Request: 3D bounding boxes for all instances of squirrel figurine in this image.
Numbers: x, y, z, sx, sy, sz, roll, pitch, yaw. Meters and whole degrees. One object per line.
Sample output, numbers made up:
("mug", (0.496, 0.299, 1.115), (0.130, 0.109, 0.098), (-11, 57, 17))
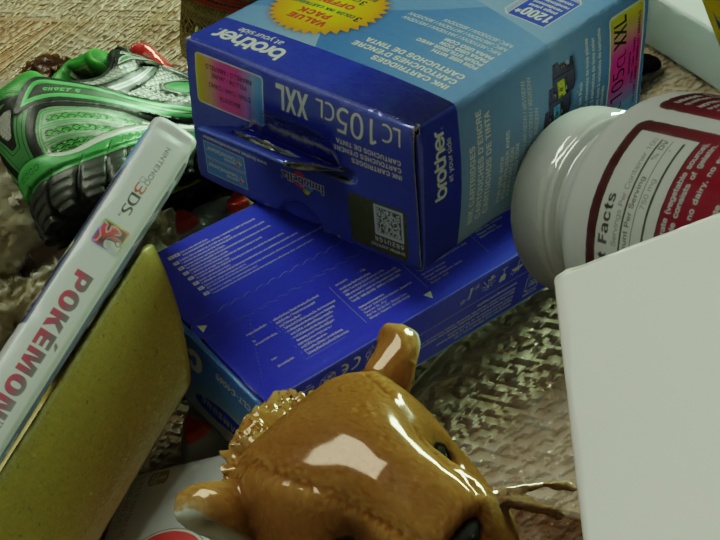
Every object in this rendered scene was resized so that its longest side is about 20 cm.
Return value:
("squirrel figurine", (0.003, 0.110, 0.588), (0.142, 0.187, 0.200), (-39, 31, -18))

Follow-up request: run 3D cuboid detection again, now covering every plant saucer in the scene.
("plant saucer", (-0.140, 0.109, 0.761), (0.200, 0.048, 0.200), (-60, 7, -30))

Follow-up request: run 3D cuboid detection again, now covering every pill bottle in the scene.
("pill bottle", (0.155, -0.010, 0.726), (0.113, 0.113, 0.200), (-40, 32, -20))

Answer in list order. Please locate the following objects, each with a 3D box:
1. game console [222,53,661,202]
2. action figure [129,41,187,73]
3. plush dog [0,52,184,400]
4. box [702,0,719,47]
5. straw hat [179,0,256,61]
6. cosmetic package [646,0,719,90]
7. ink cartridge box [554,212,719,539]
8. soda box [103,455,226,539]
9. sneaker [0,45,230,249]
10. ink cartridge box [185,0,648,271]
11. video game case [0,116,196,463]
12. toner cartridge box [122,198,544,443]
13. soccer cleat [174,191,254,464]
("game console", (0.037, -0.072, 1.019), (0.200, 0.116, 0.176), (17, 82, 52))
("action figure", (-0.083, -0.086, 1.035), (0.200, 0.052, 0.065), (23, 83, 50))
("plush dog", (-0.163, -0.015, 0.934), (0.200, 0.172, 0.160), (-40, 30, -18))
("box", (0.189, -0.111, 0.767), (0.070, 0.200, 0.064), (-10, 34, 30))
("straw hat", (-0.049, -0.141, 0.982), (0.201, 0.085, 0.201), (8, 28, -4))
("cosmetic package", (0.239, -0.146, 0.932), (0.151, 0.052, 0.200), (-32, 29, -3))
("ink cartridge box", (0.154, 0.089, 0.481), (0.145, 0.200, 0.147), (-20, 30, 13))
("soda box", (-0.074, 0.161, 0.690), (0.068, 0.064, 0.200), (-15, 34, 25))
("sneaker", (-0.095, -0.076, 0.880), (0.078, 0.085, 0.200), (-37, -10, 32))
("ink cartridge box", (0.017, -0.079, 0.814), (0.136, 0.076, 0.200), (24, 44, 34))
("video game case", (-0.141, 0.047, 0.756), (0.182, 0.023, 0.200), (-61, 7, -26))
("toner cartridge box", (0.000, 0.000, 0.822), (0.200, 0.043, 0.095), (-29, 57, -32))
("soccer cleat", (-0.048, 0.051, 0.856), (0.069, 0.078, 0.200), (-15, 51, 6))
